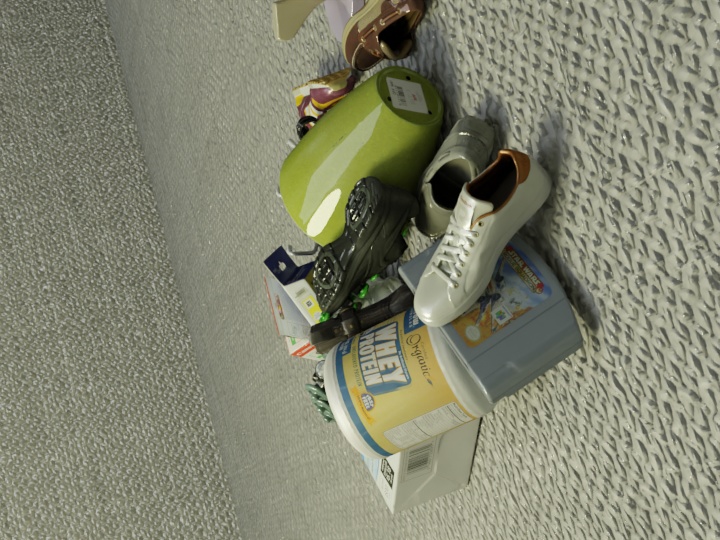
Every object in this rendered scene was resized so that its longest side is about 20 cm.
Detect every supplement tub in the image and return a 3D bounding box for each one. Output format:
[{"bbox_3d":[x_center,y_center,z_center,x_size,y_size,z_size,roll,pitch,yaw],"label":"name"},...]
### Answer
[{"bbox_3d":[0.072,0.117,1.124,0.145,0.198,0.146,51,-158,-31],"label":"supplement tub"}]

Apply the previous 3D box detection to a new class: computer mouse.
[{"bbox_3d":[-0.066,-0.183,1.492,0.034,0.058,0.201,56,175,25],"label":"computer mouse"}]

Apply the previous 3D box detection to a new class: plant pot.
[{"bbox_3d":[0.018,-0.150,1.221,0.201,0.185,0.189,-53,52,47],"label":"plant pot"}]

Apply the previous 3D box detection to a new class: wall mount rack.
[{"bbox_3d":[-0.094,-0.125,1.645,0.175,0.073,0.203,-78,-16,-53],"label":"wall mount rack"}]

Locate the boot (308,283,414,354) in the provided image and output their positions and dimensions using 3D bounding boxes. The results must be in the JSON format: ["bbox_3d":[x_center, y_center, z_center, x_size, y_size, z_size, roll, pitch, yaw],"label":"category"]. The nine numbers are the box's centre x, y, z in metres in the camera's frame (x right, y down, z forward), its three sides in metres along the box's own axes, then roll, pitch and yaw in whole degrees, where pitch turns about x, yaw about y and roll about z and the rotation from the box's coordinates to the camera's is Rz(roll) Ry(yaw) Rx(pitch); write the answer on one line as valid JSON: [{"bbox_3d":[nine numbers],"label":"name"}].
[{"bbox_3d":[0.019,0.059,1.250,0.200,0.172,0.070,31,-143,-78],"label":"boot"}]

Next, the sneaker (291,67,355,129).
[{"bbox_3d":[-0.045,-0.246,1.469,0.200,0.074,0.092,-162,52,-74],"label":"sneaker"}]

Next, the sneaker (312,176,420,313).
[{"bbox_3d":[0.007,-0.020,1.188,0.201,0.090,0.077,-57,39,35],"label":"sneaker"}]

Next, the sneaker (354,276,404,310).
[{"bbox_3d":[0.000,0.046,1.461,0.076,0.098,0.200,67,162,-8],"label":"sneaker"}]

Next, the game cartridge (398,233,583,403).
[{"bbox_3d":[0.139,0.030,1.031,0.201,0.132,0.042,55,-179,39],"label":"game cartridge"}]

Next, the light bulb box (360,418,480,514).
[{"bbox_3d":[0.062,0.181,1.343,0.201,0.123,0.201,-124,28,-43],"label":"light bulb box"}]

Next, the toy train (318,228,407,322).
[{"bbox_3d":[0.000,0.000,1.377,0.202,0.041,0.056,-57,22,11],"label":"toy train"}]

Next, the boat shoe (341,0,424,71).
[{"bbox_3d":[0.032,-0.294,1.222,0.200,0.071,0.073,-42,61,61],"label":"boat shoe"}]

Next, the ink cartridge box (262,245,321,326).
[{"bbox_3d":[-0.064,0.044,1.516,0.201,0.047,0.198,56,-173,-6],"label":"ink cartridge box"}]

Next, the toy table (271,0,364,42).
[{"bbox_3d":[-0.071,-0.416,1.355,0.183,0.115,0.204,-168,68,-68],"label":"toy table"}]

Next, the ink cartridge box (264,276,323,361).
[{"bbox_3d":[-0.090,0.085,1.599,0.050,0.199,0.110,-33,59,29],"label":"ink cartridge box"}]

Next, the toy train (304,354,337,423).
[{"bbox_3d":[-0.018,0.202,1.560,0.113,0.086,0.201,22,159,20],"label":"toy train"}]

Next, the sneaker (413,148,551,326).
[{"bbox_3d":[0.106,-0.038,0.992,0.073,0.084,0.201,39,98,41],"label":"sneaker"}]

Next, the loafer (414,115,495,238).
[{"bbox_3d":[0.099,-0.095,1.134,0.201,0.069,0.070,108,-172,-56],"label":"loafer"}]
